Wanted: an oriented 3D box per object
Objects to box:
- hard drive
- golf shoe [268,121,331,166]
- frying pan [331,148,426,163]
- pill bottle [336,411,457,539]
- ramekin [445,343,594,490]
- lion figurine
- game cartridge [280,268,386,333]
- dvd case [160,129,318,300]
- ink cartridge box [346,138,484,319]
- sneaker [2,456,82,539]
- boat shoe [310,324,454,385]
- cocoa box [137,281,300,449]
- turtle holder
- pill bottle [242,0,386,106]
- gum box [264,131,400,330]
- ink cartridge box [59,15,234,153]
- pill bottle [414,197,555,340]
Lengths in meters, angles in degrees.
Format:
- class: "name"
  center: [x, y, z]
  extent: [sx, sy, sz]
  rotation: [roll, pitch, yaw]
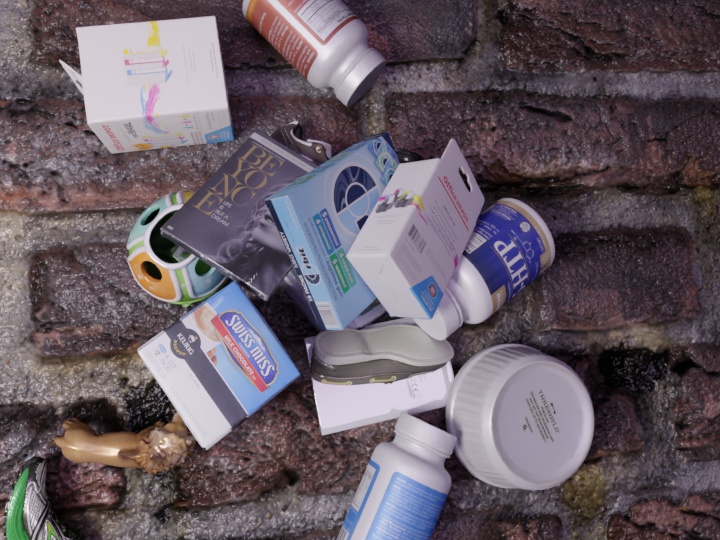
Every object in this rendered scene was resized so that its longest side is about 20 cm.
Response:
- class: "hard drive"
  center: [0.029, 0.141, 0.885]
  extent: [0.197, 0.026, 0.134]
  rotation: [-10, 84, -10]
- class: "golf shoe"
  center: [-0.061, -0.127, 0.856]
  extent: [0.094, 0.078, 0.200]
  rotation: [-43, 74, -4]
- class: "frying pan"
  center: [0.011, -0.129, 0.900]
  extent: [0.187, 0.031, 0.116]
  rotation: [-6, 49, -4]
- class: "pill bottle"
  center: [0.052, 0.295, 0.823]
  extent: [0.111, 0.112, 0.202]
  rotation: [26, 81, -4]
- class: "ramekin"
  center: [0.223, 0.201, 0.860]
  extent: [0.199, 0.094, 0.206]
  rotation: [2, 84, -16]
- class: "lion figurine"
  center: [-0.299, 0.215, 0.775]
  extent: [0.197, 0.122, 0.074]
  rotation: [-4, 83, -9]
- class: "game cartridge"
  center: [0.000, 0.000, 0.883]
  extent: [0.200, 0.041, 0.133]
  rotation: [-40, 89, -18]
- class: "dvd case"
  center: [-0.119, -0.075, 0.767]
  extent: [0.148, 0.016, 0.201]
  rotation: [31, 56, 5]
- class: "ink cartridge box"
  center: [0.076, -0.055, 0.785]
  extent: [0.116, 0.067, 0.201]
  rotation: [54, 53, -35]
- class: "sneaker"
  center: [-0.383, 0.328, 0.779]
  extent: [0.084, 0.078, 0.203]
  rotation: [-8, 92, -16]
- class: "boat shoe"
  center: [0.029, 0.117, 0.844]
  extent: [0.199, 0.072, 0.061]
  rotation: [2, 126, -22]
- class: "cocoa box"
  center: [-0.164, 0.114, 0.770]
  extent: [0.131, 0.200, 0.134]
  rotation: [-35, 87, -13]
- class: "turtle holder"
  center: [-0.212, -0.041, 0.819]
  extent: [0.184, 0.132, 0.142]
  rotation: [-25, 86, -11]
- class: "pill bottle"
  center: [-0.062, -0.334, 0.894]
  extent: [0.200, 0.112, 0.112]
  rotation: [45, 78, -1]
- class: "gum box"
  center: [-0.006, -0.053, 0.778]
  extent: [0.200, 0.044, 0.172]
  rotation: [-40, 116, -42]
- class: "ink cartridge box"
  center: [-0.278, -0.240, 0.839]
  extent: [0.197, 0.129, 0.127]
  rotation: [-9, 84, -9]
- class: "pill bottle"
  center: [0.158, 0.001, 0.865]
  extent: [0.199, 0.120, 0.120]
  rotation: [-36, 89, -19]
